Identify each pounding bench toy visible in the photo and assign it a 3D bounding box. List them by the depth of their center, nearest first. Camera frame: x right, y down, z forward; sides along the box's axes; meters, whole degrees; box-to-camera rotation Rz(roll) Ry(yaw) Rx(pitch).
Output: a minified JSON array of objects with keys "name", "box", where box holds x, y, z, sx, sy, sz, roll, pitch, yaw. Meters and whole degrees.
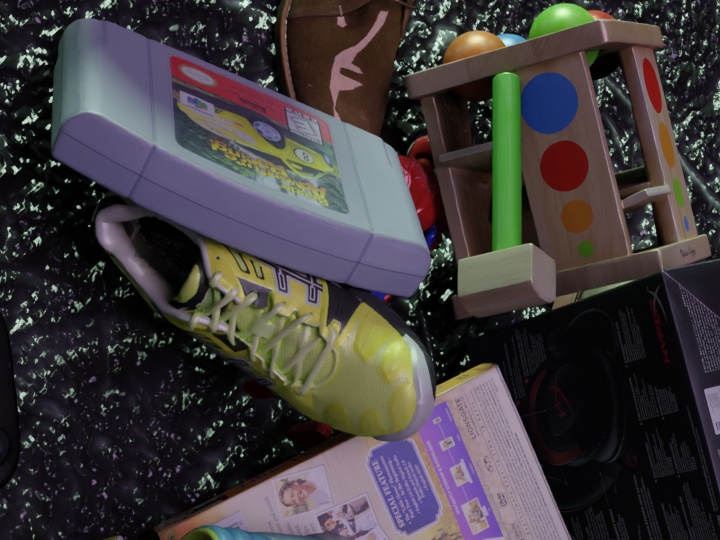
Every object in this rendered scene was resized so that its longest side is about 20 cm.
[{"name":"pounding bench toy","box":[0.099,-0.064,0.972,0.200,0.123,0.158,-13,90,-66]}]

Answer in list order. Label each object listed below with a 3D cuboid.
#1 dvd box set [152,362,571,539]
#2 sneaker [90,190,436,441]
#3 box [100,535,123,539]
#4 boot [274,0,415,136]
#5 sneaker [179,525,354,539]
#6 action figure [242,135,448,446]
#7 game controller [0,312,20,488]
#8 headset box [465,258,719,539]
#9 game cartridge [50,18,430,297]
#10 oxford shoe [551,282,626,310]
[{"name":"dvd box set","box":[0.010,0.156,0.912,0.199,0.029,0.147,-26,95,-13]},{"name":"sneaker","box":[-0.053,0.024,0.868,0.199,0.076,0.076,33,20,14]},{"name":"box","box":[-0.110,0.235,0.837,0.075,0.050,0.202,-44,115,-73]},{"name":"boot","box":[0.003,-0.156,0.994,0.073,0.075,0.202,15,75,-37]},{"name":"sneaker","box":[-0.066,0.213,0.810,0.130,0.079,0.202,21,67,-39]},{"name":"action figure","box":[0.000,0.000,0.982,0.065,0.051,0.201,47,58,-27]},{"name":"game controller","box":[-0.247,0.055,0.786,0.199,0.042,0.105,1,82,-38]},{"name":"headset box","box":[0.144,0.088,0.955,0.074,0.200,0.150,-9,81,-33]},{"name":"game cartridge","box":[-0.059,-0.055,0.884,0.199,0.041,0.134,21,29,-21]},{"name":"oxford shoe","box":[0.146,0.088,1.063,0.070,0.074,0.202,20,71,-34]}]
